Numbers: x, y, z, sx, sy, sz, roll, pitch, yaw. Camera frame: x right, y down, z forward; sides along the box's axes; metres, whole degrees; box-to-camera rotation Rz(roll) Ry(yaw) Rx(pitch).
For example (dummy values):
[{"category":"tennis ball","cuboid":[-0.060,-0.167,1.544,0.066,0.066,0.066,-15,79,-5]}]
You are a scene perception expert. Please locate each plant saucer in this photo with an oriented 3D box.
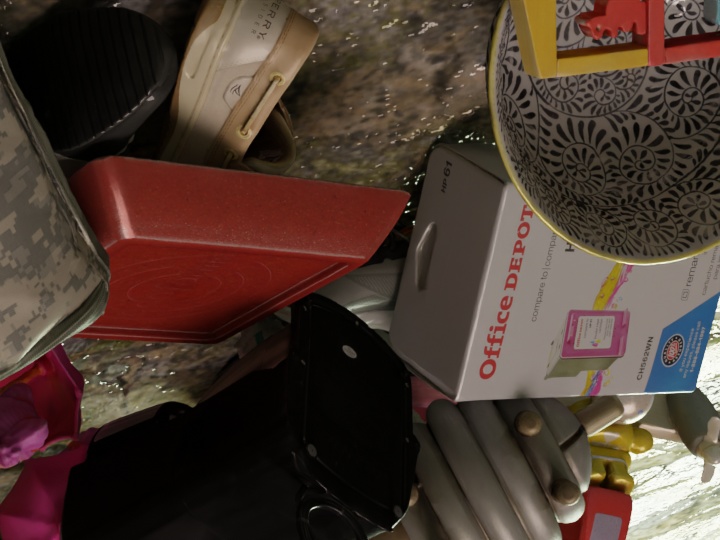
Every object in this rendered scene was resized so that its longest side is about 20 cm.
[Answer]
[{"category":"plant saucer","cuboid":[-0.103,-0.001,1.023,0.199,0.037,0.199,6,158,-38]}]

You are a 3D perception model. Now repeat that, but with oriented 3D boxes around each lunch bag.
[{"category":"lunch bag","cuboid":[-0.220,-0.037,0.858,0.166,0.140,0.201,-19,128,3]}]

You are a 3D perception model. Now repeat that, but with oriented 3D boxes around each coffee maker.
[{"category":"coffee maker","cuboid":[-0.080,0.132,1.107,0.199,0.135,0.192,-33,-166,30]}]

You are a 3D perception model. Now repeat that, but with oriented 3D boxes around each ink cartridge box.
[{"category":"ink cartridge box","cuboid":[0.131,0.001,1.189,0.198,0.085,0.146,0,111,-31]}]

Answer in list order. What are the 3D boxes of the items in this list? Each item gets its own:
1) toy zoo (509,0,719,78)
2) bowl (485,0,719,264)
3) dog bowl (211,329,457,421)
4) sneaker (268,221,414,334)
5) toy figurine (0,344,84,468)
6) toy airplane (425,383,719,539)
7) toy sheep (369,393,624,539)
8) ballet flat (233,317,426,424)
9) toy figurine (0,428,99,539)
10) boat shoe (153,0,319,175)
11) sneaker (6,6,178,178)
[{"category":"toy zoo","cuboid":[0.145,-0.168,0.927,0.198,0.020,0.133,-9,108,-18]},{"category":"bowl","cuboid":[0.141,-0.113,1.004,0.199,0.203,0.094,-5,-165,-20]},{"category":"dog bowl","cuboid":[-0.009,0.105,1.376,0.198,0.074,0.201,-15,153,-8]},{"category":"sneaker","cuboid":[0.000,0.000,1.206,0.199,0.074,0.080,7,113,-31]},{"category":"toy figurine","cuboid":[-0.252,0.104,1.134,0.183,0.200,0.151,-28,115,-7]},{"category":"toy airplane","cuboid":[0.164,0.095,1.334,0.199,0.200,0.141,-34,170,-36]},{"category":"toy sheep","cuboid":[0.083,0.136,1.202,0.199,0.139,0.138,-25,153,-1]},{"category":"ballet flat","cuboid":[-0.013,0.103,1.249,0.071,0.072,0.200,-31,129,24]},{"category":"toy figurine","cuboid":[-0.199,0.178,1.271,0.149,0.201,0.185,20,135,-10]},{"category":"boat shoe","cuboid":[-0.067,-0.070,0.991,0.069,0.074,0.201,21,146,-1]},{"category":"sneaker","cuboid":[-0.150,-0.071,0.965,0.199,0.075,0.088,-26,155,36]}]
